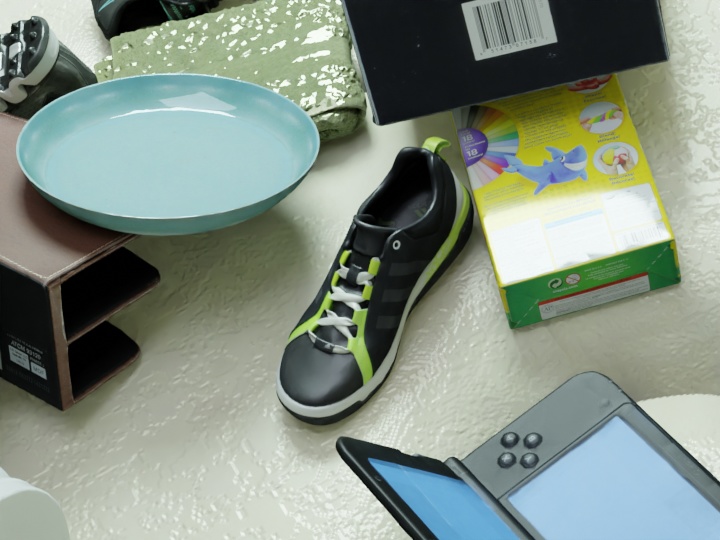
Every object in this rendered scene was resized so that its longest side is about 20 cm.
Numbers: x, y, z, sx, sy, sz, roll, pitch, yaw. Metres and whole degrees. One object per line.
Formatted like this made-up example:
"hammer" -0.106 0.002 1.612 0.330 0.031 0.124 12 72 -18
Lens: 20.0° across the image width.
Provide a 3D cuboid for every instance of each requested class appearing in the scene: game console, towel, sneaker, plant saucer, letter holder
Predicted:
"game console" 0.116 0.133 1.127 0.175 0.117 0.200 -35 50 -12
"towel" -0.097 -0.131 1.469 0.198 0.037 0.149 -15 48 6
"sneaker" 0.000 0.000 1.291 0.071 0.083 0.201 18 65 30
"plant saucer" -0.126 -0.074 1.347 0.198 0.028 0.201 1 31 -1
"sneaker" -0.112 -0.225 1.540 0.198 0.075 0.080 -14 62 14
"letter holder" -0.222 -0.015 1.369 0.199 0.101 0.142 24 42 32
"sneaker" -0.269 -0.111 1.488 0.199 0.090 0.067 -24 51 32

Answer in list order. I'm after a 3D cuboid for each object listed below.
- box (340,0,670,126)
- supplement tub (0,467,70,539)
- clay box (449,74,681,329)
"box" 0.097 -0.197 1.369 0.198 0.105 0.182 -12 24 11
"supplement tub" -0.287 0.164 1.213 0.199 0.141 0.141 13 56 27
"clay box" 0.127 -0.063 1.332 0.114 0.048 0.201 -15 47 4
